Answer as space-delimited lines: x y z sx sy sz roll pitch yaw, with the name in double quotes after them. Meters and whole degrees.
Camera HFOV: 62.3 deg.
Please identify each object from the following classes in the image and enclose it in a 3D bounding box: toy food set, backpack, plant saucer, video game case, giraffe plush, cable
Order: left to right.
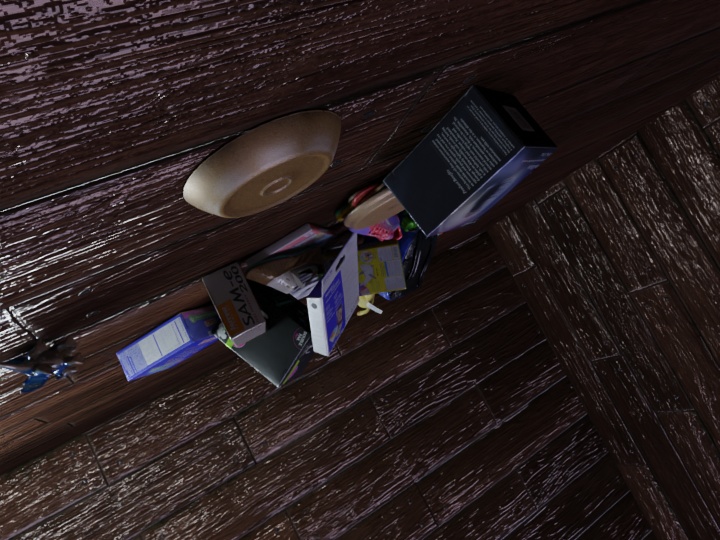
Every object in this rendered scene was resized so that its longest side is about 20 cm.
-0.102 -0.111 0.683 0.199 0.036 0.200 -28 174 -3 "plant saucer"
-0.132 -0.046 1.196 0.142 0.018 0.200 -30 174 10 "video game case"
-0.128 0.017 1.495 0.199 0.070 0.200 -26 174 -22 "cable"
0.014 0.033 2.008 0.172 0.200 0.163 -38 -162 41 "giraffe plush"
0.050 -0.138 1.106 0.197 0.049 0.200 -24 173 -37 "toy food set"
0.088 -0.053 1.482 0.162 0.167 0.201 -25 142 -57 "backpack"

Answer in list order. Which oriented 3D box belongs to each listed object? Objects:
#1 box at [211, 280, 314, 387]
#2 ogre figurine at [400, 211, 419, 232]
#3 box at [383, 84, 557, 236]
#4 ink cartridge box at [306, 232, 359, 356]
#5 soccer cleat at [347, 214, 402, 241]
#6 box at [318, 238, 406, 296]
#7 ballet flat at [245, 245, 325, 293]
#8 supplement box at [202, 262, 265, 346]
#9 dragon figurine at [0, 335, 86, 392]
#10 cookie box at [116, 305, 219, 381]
-0.196 0.131 1.322 0.149 0.199 0.124 -57 167 13 "box"
0.170 -0.165 1.211 0.120 0.098 0.201 -17 129 -52 "ogre figurine"
0.176 -0.166 0.933 0.198 0.124 0.200 -43 166 31 "box"
-0.053 0.040 1.255 0.043 0.201 0.198 11 -143 17 "ink cartridge box"
0.037 -0.095 1.273 0.066 0.077 0.200 -32 174 23 "soccer cleat"
0.000 0.000 1.387 0.198 0.118 0.048 -10 -159 5 "box"
-0.135 0.004 1.161 0.068 0.073 0.200 -33 172 35 "ballet flat"
-0.242 0.072 1.162 0.073 0.127 0.200 -26 175 -13 "supplement box"
-0.505 0.151 0.931 0.099 0.059 0.200 -31 175 21 "dragon figurine"
-0.416 0.160 1.353 0.199 0.076 0.171 -30 174 17 "cookie box"
